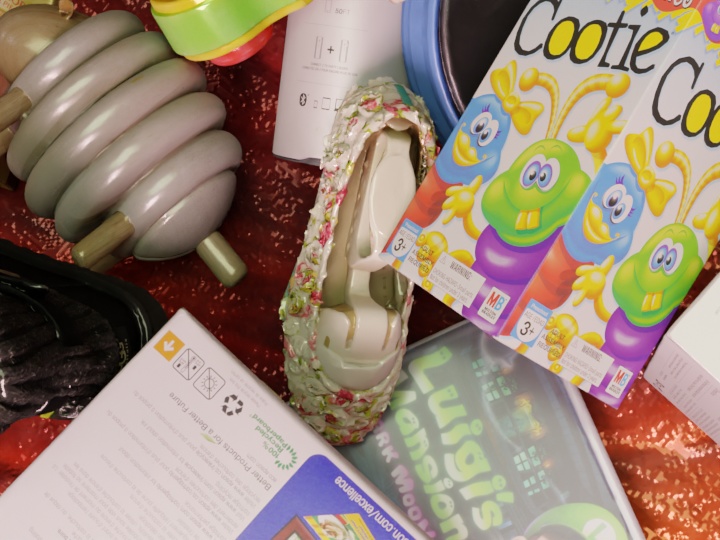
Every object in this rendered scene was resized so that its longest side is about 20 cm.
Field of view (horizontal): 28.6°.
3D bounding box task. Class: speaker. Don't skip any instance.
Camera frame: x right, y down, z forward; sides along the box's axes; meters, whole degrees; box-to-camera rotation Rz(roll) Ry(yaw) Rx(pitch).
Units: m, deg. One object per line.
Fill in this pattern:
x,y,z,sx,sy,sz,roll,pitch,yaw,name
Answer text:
0.000,-0.160,0.789,0.080,0.081,0.203,8,98,9,speaker

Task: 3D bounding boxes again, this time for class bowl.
0.121,-0.135,0.767,0.197,0.039,0.204,-3,102,-15,bowl

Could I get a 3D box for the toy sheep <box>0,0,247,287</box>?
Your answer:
-0.136,-0.068,0.798,0.137,0.138,0.201,-39,92,-1,toy sheep

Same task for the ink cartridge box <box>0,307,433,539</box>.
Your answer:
-0.080,0.154,0.643,0.197,0.047,0.200,41,79,15,ink cartridge box

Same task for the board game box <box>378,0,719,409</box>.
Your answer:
0.119,-0.055,0.693,0.103,0.104,0.202,34,95,50,board game box

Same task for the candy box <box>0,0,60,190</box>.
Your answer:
-0.283,-0.141,0.867,0.198,0.056,0.118,21,83,10,candy box

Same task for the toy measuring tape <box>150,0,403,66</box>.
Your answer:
-0.057,-0.140,0.739,0.199,0.073,0.074,18,80,51,toy measuring tape

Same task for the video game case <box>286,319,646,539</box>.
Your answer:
0.055,0.139,0.784,0.180,0.023,0.202,-24,77,3,video game case

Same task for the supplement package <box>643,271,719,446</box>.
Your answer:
0.268,0.055,0.703,0.200,0.152,0.151,42,87,13,supplement package

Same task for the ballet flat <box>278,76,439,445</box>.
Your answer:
0.000,0.000,0.743,0.074,0.064,0.203,4,99,-16,ballet flat

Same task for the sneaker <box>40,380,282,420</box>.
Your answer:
-0.112,0.062,0.788,0.198,0.076,0.076,23,104,13,sneaker

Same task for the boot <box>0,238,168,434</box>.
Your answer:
-0.213,0.026,0.693,0.208,0.157,0.081,6,97,23,boot
